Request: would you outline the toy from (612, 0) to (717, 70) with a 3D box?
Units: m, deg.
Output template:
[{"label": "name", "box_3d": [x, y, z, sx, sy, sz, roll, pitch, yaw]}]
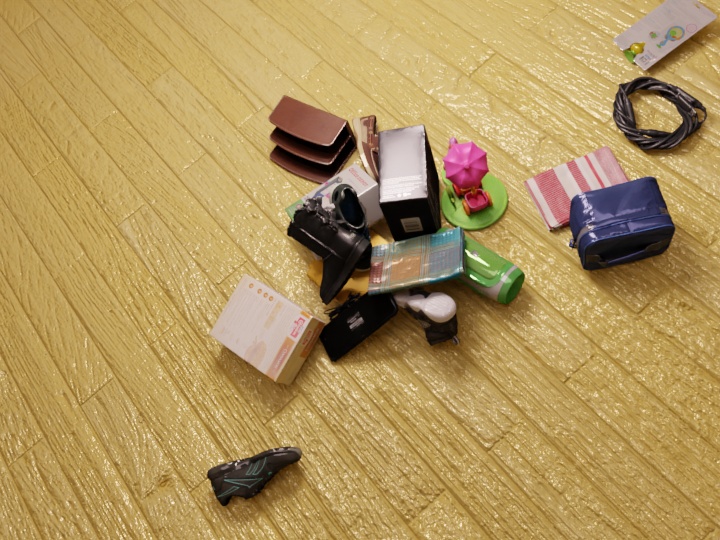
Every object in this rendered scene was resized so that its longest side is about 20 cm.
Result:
[{"label": "toy", "box_3d": [0.698, -0.546, 1.641, 0.199, 0.047, 0.116, -34, 63, 1]}]

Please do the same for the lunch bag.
[{"label": "lunch bag", "box_3d": [0.505, -0.080, 1.400, 0.198, 0.136, 0.133, -15, 60, 8]}]

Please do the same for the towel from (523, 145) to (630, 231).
[{"label": "towel", "box_3d": [0.470, -0.178, 1.528, 0.198, 0.023, 0.145, -22, 59, 4]}]

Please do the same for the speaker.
[{"label": "speaker", "box_3d": [0.236, -0.012, 1.471, 0.199, 0.089, 0.089, 33, 76, 27]}]

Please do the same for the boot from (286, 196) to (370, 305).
[{"label": "boot", "box_3d": [-0.083, -0.042, 1.471, 0.162, 0.199, 0.073, 36, 38, 5]}]

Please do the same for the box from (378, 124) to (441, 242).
[{"label": "box", "box_3d": [0.108, -0.173, 1.524, 0.103, 0.200, 0.184, -6, 61, 13]}]

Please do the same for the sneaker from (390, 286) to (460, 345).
[{"label": "sneaker", "box_3d": [0.126, 0.086, 1.445, 0.075, 0.114, 0.200, -35, 36, -20]}]

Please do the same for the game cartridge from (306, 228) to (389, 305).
[{"label": "game cartridge", "box_3d": [0.000, 0.000, 1.564, 0.176, 0.032, 0.200, -45, 59, -10]}]

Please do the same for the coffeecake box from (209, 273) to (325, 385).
[{"label": "coffeecake box", "box_3d": [-0.198, 0.124, 1.509, 0.199, 0.073, 0.154, 30, 88, 27]}]

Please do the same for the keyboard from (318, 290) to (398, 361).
[{"label": "keyboard", "box_3d": [-0.005, 0.098, 1.478, 0.200, 0.040, 0.105, -38, 67, 25]}]

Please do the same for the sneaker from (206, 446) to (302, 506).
[{"label": "sneaker", "box_3d": [-0.202, 0.400, 1.397, 0.198, 0.075, 0.080, -21, 73, 12]}]

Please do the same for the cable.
[{"label": "cable", "box_3d": [0.637, -0.345, 1.559, 0.163, 0.051, 0.200, -42, 63, -2]}]

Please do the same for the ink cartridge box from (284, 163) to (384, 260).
[{"label": "ink cartridge box", "box_3d": [-0.051, -0.134, 1.588, 0.199, 0.088, 0.145, -32, 34, -4]}]

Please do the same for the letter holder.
[{"label": "letter holder", "box_3d": [-0.133, -0.312, 1.721, 0.199, 0.101, 0.143, 27, 75, 26]}]

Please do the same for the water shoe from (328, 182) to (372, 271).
[{"label": "water shoe", "box_3d": [-0.016, -0.082, 1.484, 0.071, 0.201, 0.079, -24, 21, -11]}]

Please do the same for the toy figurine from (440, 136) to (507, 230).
[{"label": "toy figurine", "box_3d": [0.224, -0.217, 1.523, 0.149, 0.184, 0.201, -22, 59, 3]}]

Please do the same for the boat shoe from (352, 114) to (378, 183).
[{"label": "boat shoe", "box_3d": [0.032, -0.290, 1.682, 0.071, 0.072, 0.201, -16, 55, 7]}]

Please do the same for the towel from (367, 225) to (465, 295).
[{"label": "towel", "box_3d": [0.112, -0.020, 1.428, 0.198, 0.022, 0.147, -12, 39, 16]}]
